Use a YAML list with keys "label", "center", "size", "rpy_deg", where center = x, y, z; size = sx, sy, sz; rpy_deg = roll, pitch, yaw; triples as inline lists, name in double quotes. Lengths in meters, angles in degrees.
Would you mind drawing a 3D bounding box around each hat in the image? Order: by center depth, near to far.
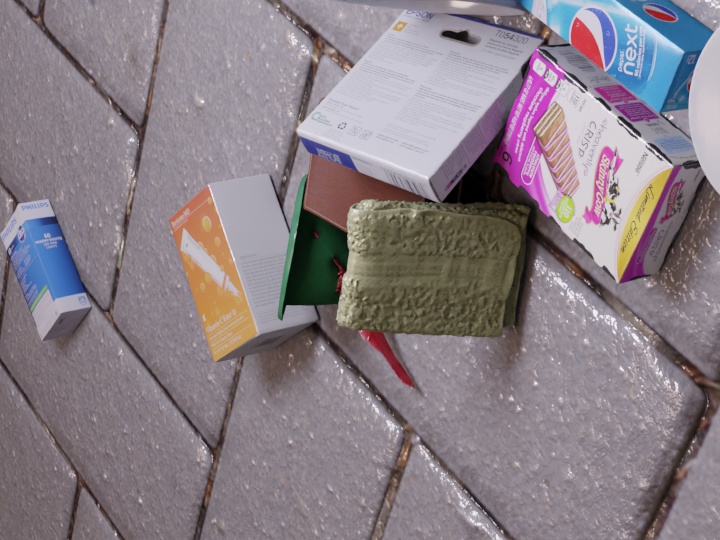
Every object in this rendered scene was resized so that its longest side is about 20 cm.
- label: "hat"
  center: [0.000, 0.000, 1.765]
  size: [0.166, 0.174, 0.202]
  rpy_deg: [-78, -1, -70]

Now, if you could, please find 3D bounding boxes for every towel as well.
- label: "towel"
  center: [0.075, -0.002, 1.534]
  size: [0.037, 0.198, 0.150]
  rpy_deg: [-125, 39, -63]

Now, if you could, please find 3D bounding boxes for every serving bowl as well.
- label: "serving bowl"
  center: [0.067, -0.291, 1.461]
  size: [0.199, 0.198, 0.067]
  rpy_deg: [14, 101, 50]

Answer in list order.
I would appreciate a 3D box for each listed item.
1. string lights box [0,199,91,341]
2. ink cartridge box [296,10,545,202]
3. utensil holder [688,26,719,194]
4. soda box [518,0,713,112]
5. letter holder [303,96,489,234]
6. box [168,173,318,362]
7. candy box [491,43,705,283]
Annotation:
- label: "string lights box"
  center: [-0.511, -0.001, 2.419]
  size: [0.103, 0.059, 0.202]
  rpy_deg: [-44, 65, 48]
- label: "ink cartridge box"
  center: [0.065, -0.175, 1.523]
  size: [0.195, 0.200, 0.043]
  rpy_deg: [24, 155, 42]
- label: "utensil holder"
  center: [0.366, -0.124, 1.102]
  size: [0.169, 0.198, 0.172]
  rpy_deg: [19, 115, 48]
- label: "soda box"
  center: [0.236, -0.224, 1.357]
  size: [0.200, 0.067, 0.065]
  rpy_deg: [46, 133, 36]
- label: "letter holder"
  center: [0.041, -0.106, 1.625]
  size: [0.199, 0.100, 0.144]
  rpy_deg: [30, 121, 45]
- label: "box"
  center: [-0.151, -0.003, 1.908]
  size: [0.124, 0.097, 0.202]
  rpy_deg: [-33, 73, 52]
- label: "candy box"
  center: [0.223, -0.104, 1.414]
  size: [0.200, 0.061, 0.137]
  rpy_deg: [47, 133, 34]
